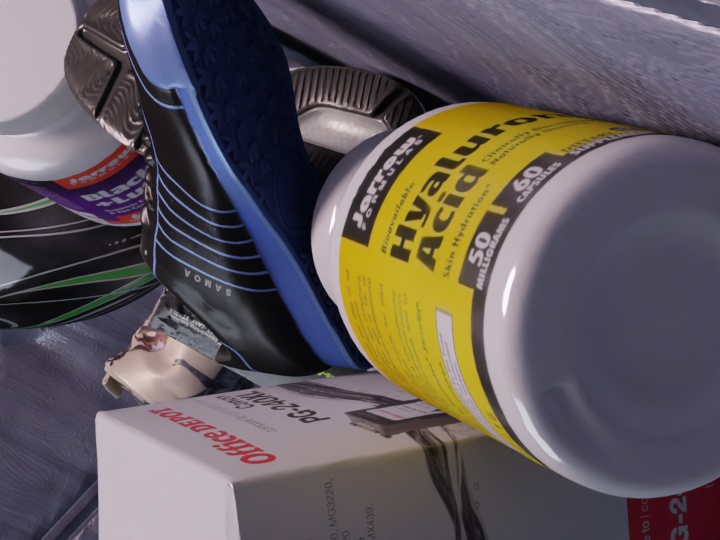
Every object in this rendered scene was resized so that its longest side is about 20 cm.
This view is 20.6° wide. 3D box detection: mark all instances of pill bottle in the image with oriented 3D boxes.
[{"bbox_3d":[-0.148,-0.093,1.016,0.111,0.112,0.200,28,178,15],"label":"pill bottle"},{"bbox_3d":[0.055,0.001,0.676,0.111,0.111,0.200,29,177,-24],"label":"pill bottle"}]

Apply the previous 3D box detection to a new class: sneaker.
[{"bbox_3d":[-0.036,-0.059,0.891,0.200,0.076,0.115,24,174,30],"label":"sneaker"},{"bbox_3d":[-0.059,-0.035,0.778,0.078,0.070,0.200,-6,125,28],"label":"sneaker"}]

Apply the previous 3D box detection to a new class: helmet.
[{"bbox_3d":[-0.185,-0.059,1.218,0.190,0.200,0.200,-21,156,20],"label":"helmet"}]

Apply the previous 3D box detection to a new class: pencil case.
[{"bbox_3d":[-0.068,0.005,1.141,0.089,0.200,0.078,34,179,44],"label":"pencil case"}]

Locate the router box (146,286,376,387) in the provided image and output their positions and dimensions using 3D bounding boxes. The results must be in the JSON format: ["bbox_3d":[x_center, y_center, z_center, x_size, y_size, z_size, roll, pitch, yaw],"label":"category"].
[{"bbox_3d":[0.000,0.000,0.946,0.150,0.062,0.200,29,-155,-1],"label":"router box"}]

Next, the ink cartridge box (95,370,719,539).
[{"bbox_3d":[0.015,0.089,0.750,0.200,0.084,0.145,-7,-171,-26],"label":"ink cartridge box"}]
